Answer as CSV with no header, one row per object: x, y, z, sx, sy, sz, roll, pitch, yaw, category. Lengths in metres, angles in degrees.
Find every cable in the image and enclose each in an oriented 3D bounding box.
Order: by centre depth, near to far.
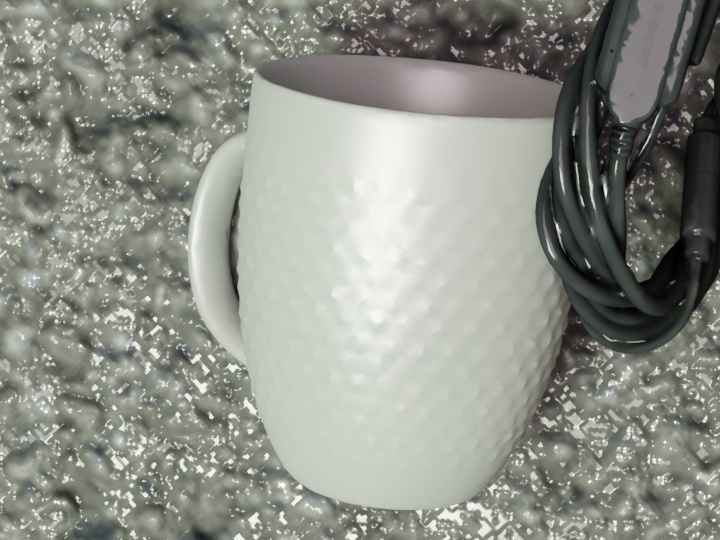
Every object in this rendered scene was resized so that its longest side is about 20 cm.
0.132,-0.064,0.890,0.051,0.163,0.200,16,98,27,cable

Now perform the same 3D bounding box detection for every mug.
0.000,0.000,0.938,0.200,0.148,0.176,17,108,38,mug
